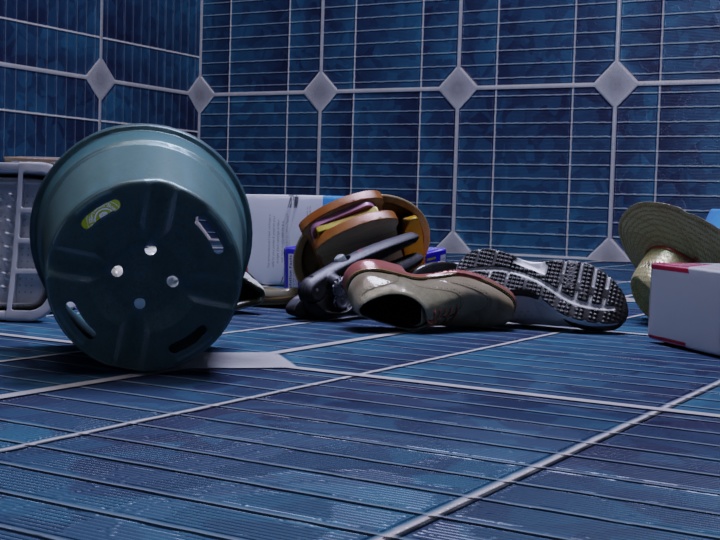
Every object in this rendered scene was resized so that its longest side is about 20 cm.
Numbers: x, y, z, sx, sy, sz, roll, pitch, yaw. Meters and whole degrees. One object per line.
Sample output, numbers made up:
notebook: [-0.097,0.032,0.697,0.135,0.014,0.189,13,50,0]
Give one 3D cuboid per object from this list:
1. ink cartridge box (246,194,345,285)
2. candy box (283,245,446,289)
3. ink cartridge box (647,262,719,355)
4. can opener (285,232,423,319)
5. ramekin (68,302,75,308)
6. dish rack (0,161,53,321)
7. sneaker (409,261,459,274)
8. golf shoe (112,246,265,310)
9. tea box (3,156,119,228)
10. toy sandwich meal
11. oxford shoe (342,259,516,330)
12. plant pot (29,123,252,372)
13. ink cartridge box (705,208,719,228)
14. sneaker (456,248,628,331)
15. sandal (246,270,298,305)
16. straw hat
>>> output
ink cartridge box: [-0.100,-0.050,1.943,0.199,0.147,0.086,3,5,20]
candy box: [0.008,0.002,1.703,0.199,0.077,0.169,4,5,17]
ink cartridge box: [0.416,0.037,1.207,0.199,0.085,0.145,1,4,-15]
can opener: [0.000,0.000,1.415,0.200,0.064,0.078,-29,28,-33]
ramekin: [-0.436,-0.006,1.400,0.199,0.098,0.200,1,3,0]
dish rack: [-0.414,-0.030,1.284,0.199,0.173,0.044,1,-10,1]
sneaker: [0.116,0.023,1.542,0.201,0.068,0.108,-5,-2,-37]
golf shoe: [-0.199,0.016,1.386,0.199,0.079,0.097,-3,11,-45]
tea box: [-0.481,-0.088,1.979,0.199,0.198,0.134,1,3,-2]
toy sandwich meal: [0.007,-0.018,1.521,0.204,0.206,0.070,1,41,-21]
oxford shoe: [0.079,0.043,1.298,0.199,0.071,0.075,6,33,-12]
plant pot: [-0.179,-0.012,0.983,0.199,0.201,0.196,1,12,-11]
ink cartridge box: [0.524,-0.001,1.439,0.144,0.084,0.200,39,-17,-29]
sneaker: [0.210,0.029,1.371,0.199,0.074,0.080,16,-28,20]
sandal: [-0.163,0.015,1.560,0.199,0.054,0.080,3,3,16]
straw hat: [0.379,0.018,1.448,0.085,0.201,0.201,-47,29,-25]
